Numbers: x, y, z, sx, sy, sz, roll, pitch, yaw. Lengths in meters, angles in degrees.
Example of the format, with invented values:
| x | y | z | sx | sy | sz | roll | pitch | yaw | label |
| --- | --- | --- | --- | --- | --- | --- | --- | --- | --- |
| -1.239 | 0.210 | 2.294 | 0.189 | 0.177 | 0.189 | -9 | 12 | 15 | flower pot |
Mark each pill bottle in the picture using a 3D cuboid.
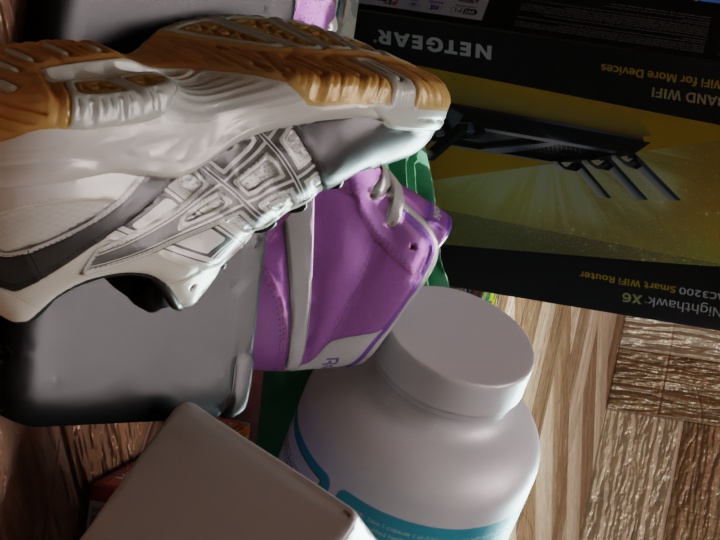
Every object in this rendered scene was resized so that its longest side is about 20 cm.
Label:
| x | y | z | sx | sy | sz | roll | pitch | yaw | label |
| --- | --- | --- | --- | --- | --- | --- | --- | --- | --- |
| 0.013 | 0.106 | 1.106 | 0.111 | 0.110 | 0.201 | -65 | 177 | -57 | pill bottle |

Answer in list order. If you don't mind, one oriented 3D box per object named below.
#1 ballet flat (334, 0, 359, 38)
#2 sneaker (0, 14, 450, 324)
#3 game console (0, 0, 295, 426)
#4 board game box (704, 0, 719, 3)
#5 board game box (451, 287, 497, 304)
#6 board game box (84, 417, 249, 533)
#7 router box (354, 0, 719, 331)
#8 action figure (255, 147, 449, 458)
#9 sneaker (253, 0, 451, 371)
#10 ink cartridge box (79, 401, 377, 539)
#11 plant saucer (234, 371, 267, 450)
| x | y | z | sx | sy | sz | roll | pitch | yaw | label |
| --- | --- | --- | --- | --- | --- | --- | --- | --- | --- |
| -0.029 | -0.108 | 1.068 | 0.076 | 0.063 | 0.201 | -98 | -168 | -69 | ballet flat |
| -0.056 | -0.033 | 0.821 | 0.199 | 0.075 | 0.088 | -9 | 116 | -40 | sneaker |
| -0.090 | -0.053 | 0.910 | 0.175 | 0.116 | 0.201 | 0 | 98 | -49 | game console |
| 0.174 | -0.148 | 1.604 | 0.200 | 0.199 | 0.201 | 148 | -48 | -77 | board game box |
| 0.071 | -0.026 | 1.387 | 0.200 | 0.023 | 0.105 | 17 | 86 | -83 | board game box |
| -0.086 | 0.127 | 1.067 | 0.200 | 0.019 | 0.104 | -19 | 118 | -78 | board game box |
| 0.095 | -0.060 | 1.185 | 0.052 | 0.199 | 0.158 | -68 | 163 | -49 | router box |
| 0.000 | 0.000 | 1.160 | 0.055 | 0.117 | 0.201 | -105 | -170 | -71 | action figure |
| -0.014 | -0.056 | 1.021 | 0.073 | 0.114 | 0.202 | -130 | -132 | -67 | sneaker |
| -0.053 | 0.155 | 0.931 | 0.146 | 0.084 | 0.200 | -55 | 160 | -11 | ink cartridge box |
| -0.032 | 0.133 | 1.276 | 0.200 | 0.050 | 0.202 | 8 | 90 | -79 | plant saucer |
